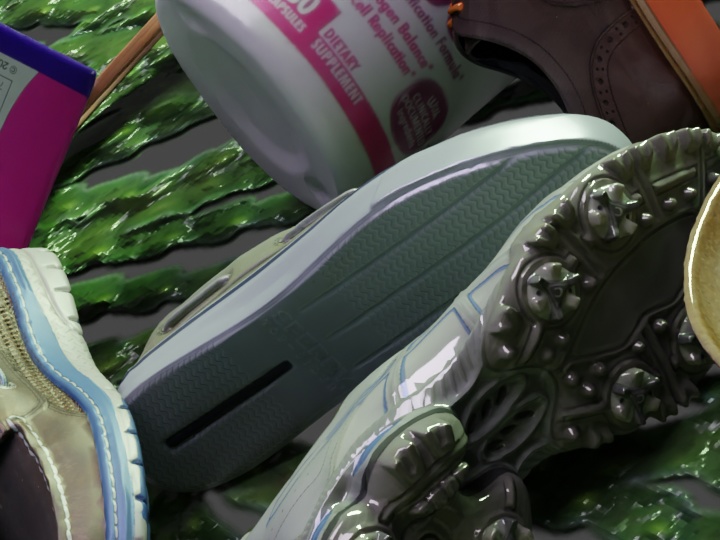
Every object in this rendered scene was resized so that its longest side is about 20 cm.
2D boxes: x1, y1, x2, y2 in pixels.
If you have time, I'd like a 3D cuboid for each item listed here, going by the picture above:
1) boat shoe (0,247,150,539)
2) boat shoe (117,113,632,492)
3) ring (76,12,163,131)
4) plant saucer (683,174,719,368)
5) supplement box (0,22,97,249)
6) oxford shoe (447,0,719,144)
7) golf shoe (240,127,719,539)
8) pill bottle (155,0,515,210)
[{"bbox_3d":[-0.118,0.061,0.822,0.072,0.072,0.200,-3,28,-19],"label":"boat shoe"},{"bbox_3d":[0.000,0.000,0.828,0.200,0.072,0.062,-29,30,16],"label":"boat shoe"},{"bbox_3d":[-0.100,-0.091,1.047,0.200,0.019,0.200,-48,6,7],"label":"ring"},{"bbox_3d":[0.186,-0.015,0.684,0.200,0.035,0.200,-22,30,14],"label":"plant saucer"},{"bbox_3d":[-0.195,-0.003,0.929,0.103,0.101,0.200,10,76,53],"label":"supplement box"},{"bbox_3d":[0.050,-0.113,0.849,0.073,0.200,0.071,-36,-17,4],"label":"oxford shoe"},{"bbox_3d":[0.035,0.030,0.745,0.200,0.078,0.097,-45,23,-23],"label":"golf shoe"},{"bbox_3d":[0.032,-0.123,0.942,0.200,0.113,0.113,-41,29,-14],"label":"pill bottle"}]
